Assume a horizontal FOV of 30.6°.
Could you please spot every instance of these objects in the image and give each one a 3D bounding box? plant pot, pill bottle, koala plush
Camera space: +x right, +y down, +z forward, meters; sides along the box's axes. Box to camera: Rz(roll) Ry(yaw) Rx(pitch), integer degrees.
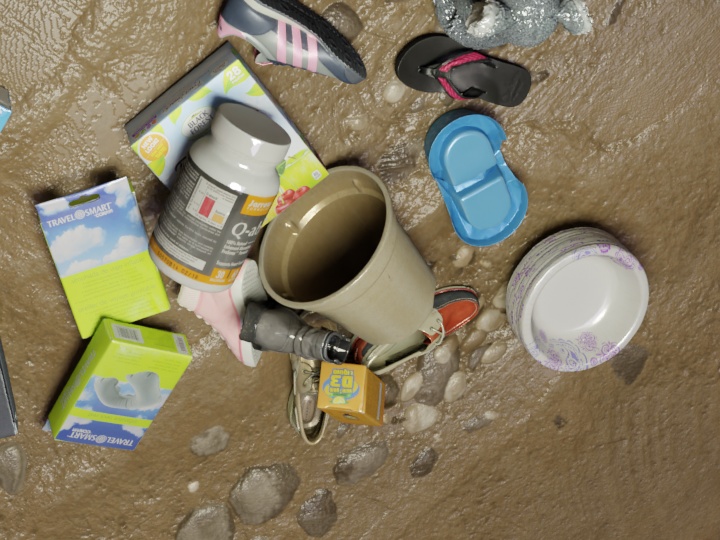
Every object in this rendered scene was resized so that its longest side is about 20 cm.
[{"bbox_3d":[0.000,0.000,1.699,0.200,0.201,0.183,-41,135,6],"label":"plant pot"},{"bbox_3d":[-0.163,-0.085,1.541,0.115,0.117,0.202,17,115,-27],"label":"pill bottle"},{"bbox_3d":[0.179,-0.326,1.558,0.175,0.200,0.186,-4,120,-18],"label":"koala plush"}]

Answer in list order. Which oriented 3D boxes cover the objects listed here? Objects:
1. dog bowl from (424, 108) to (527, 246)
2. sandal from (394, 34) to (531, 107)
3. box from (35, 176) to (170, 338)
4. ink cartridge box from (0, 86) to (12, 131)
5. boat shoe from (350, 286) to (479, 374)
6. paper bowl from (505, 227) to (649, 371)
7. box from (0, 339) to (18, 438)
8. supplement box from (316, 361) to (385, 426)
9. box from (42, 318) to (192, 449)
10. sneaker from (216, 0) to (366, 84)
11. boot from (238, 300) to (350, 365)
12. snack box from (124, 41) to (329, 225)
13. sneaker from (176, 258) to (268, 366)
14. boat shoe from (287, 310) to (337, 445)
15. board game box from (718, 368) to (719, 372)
[{"bbox_3d":[0.150,-0.128,1.752,0.110,0.050,0.201,-28,125,-3],"label":"dog bowl"},{"bbox_3d":[0.138,-0.250,1.680,0.197,0.045,0.076,9,115,-25],"label":"sandal"},{"bbox_3d":[-0.321,-0.023,1.637,0.120,0.048,0.202,-19,124,-10],"label":"box"},{"bbox_3d":[-0.496,-0.136,1.496,0.114,0.068,0.201,26,107,-30],"label":"ink cartridge box"},{"bbox_3d":[0.082,0.086,1.841,0.198,0.063,0.072,-23,122,-8],"label":"boat shoe"},{"bbox_3d":[0.300,0.033,1.865,0.198,0.105,0.203,-9,121,-15],"label":"paper bowl"},{"bbox_3d":[-0.534,0.139,1.617,0.197,0.105,0.150,-11,121,-15],"label":"box"},{"bbox_3d":[-0.010,0.168,1.774,0.065,0.200,0.070,5,81,9],"label":"supplement box"},{"bbox_3d":[-0.318,0.158,1.706,0.121,0.048,0.201,14,123,-35],"label":"box"},{"bbox_3d":[-0.083,-0.272,1.583,0.199,0.071,0.082,31,121,-29],"label":"sneaker"},{"bbox_3d":[-0.073,0.089,1.691,0.130,0.200,0.071,16,94,9],"label":"boot"},{"bbox_3d":[-0.163,-0.147,1.614,0.168,0.068,0.200,-38,123,5],"label":"snack box"},{"bbox_3d":[-0.181,0.046,1.722,0.103,0.076,0.201,10,144,13],"label":"sneaker"},{"bbox_3d":[-0.062,0.147,1.819,0.071,0.065,0.203,-2,119,-19],"label":"boat shoe"},{"bbox_3d":[0.697,0.105,2.090,0.198,0.043,0.201,13,112,-26],"label":"board game box"}]
